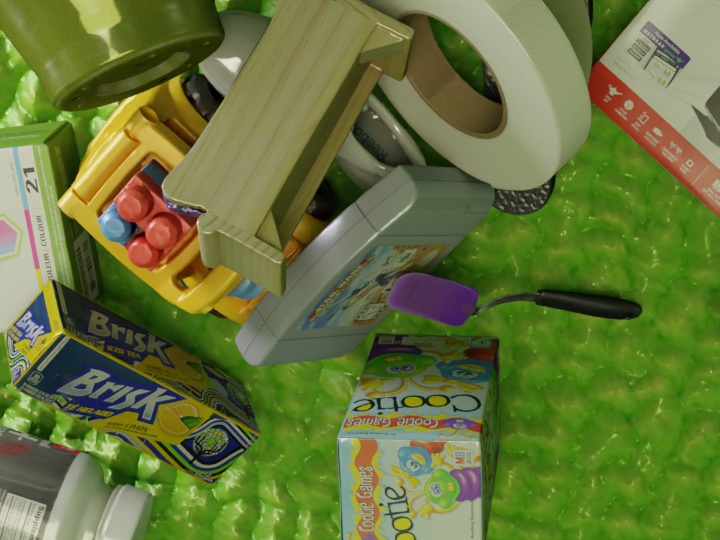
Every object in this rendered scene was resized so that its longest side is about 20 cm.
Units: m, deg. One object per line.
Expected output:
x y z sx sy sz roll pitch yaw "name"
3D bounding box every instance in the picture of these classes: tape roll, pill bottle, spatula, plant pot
0.073 -0.145 1.279 0.037 0.202 0.203 -41 101 -23 "tape roll"
-0.274 0.189 1.487 0.198 0.111 0.112 18 110 2 "pill bottle"
0.120 0.024 1.393 0.198 0.021 0.057 2 148 -14 "spatula"
-0.187 -0.221 1.264 0.199 0.200 0.194 -24 86 15 "plant pot"

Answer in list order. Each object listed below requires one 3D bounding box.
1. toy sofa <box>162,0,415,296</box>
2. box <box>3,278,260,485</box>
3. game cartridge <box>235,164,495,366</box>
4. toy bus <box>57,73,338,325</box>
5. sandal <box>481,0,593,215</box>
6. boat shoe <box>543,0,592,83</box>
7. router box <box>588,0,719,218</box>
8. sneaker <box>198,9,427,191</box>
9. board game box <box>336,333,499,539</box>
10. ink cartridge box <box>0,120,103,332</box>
-0.050 -0.094 1.254 0.097 0.083 0.201 27 75 5 "toy sofa"
-0.174 0.088 1.413 0.199 0.070 0.064 31 111 -35 "box"
0.000 0.000 1.365 0.200 0.133 0.042 -46 71 27 "game cartridge"
-0.119 -0.035 1.348 0.200 0.192 0.136 42 108 -8 "toy bus"
0.124 -0.141 1.361 0.075 0.043 0.202 16 118 11 "sandal"
0.101 -0.204 1.284 0.062 0.071 0.201 4 126 54 "boat shoe"
0.286 -0.134 1.306 0.200 0.049 0.180 43 110 9 "router box"
-0.030 -0.128 1.349 0.199 0.088 0.076 34 83 -9 "sneaker"
0.048 0.132 1.373 0.102 0.200 0.106 1 109 8 "board game box"
-0.315 -0.027 1.439 0.198 0.076 0.149 -6 107 9 "ink cartridge box"
